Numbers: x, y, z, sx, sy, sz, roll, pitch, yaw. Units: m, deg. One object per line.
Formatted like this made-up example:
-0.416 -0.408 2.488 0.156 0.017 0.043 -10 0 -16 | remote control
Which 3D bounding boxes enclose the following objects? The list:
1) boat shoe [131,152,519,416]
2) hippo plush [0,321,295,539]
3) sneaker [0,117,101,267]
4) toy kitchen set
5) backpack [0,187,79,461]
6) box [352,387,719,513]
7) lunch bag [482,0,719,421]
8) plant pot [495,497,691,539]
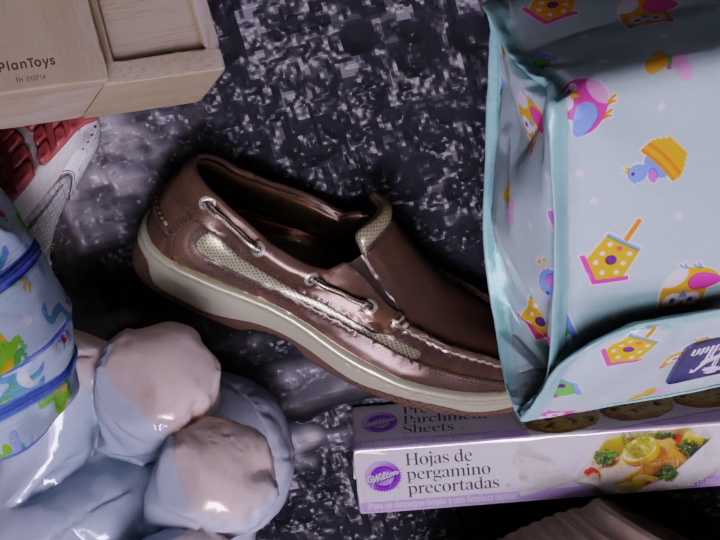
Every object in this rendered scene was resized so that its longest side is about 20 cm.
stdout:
0.000 0.004 1.286 0.202 0.075 0.075 19 126 -12 | boat shoe
-0.084 0.122 1.295 0.159 0.161 0.200 23 96 31 | hippo plush
-0.171 -0.001 1.295 0.082 0.078 0.200 15 122 -33 | sneaker
-0.194 -0.119 1.222 0.200 0.163 0.180 -10 166 -23 | toy kitchen set
-0.217 0.036 1.188 0.200 0.163 0.154 -37 94 21 | backpack
0.096 0.084 1.359 0.200 0.041 0.039 -4 120 3 | box
0.144 -0.025 1.236 0.170 0.122 0.200 -11 123 -13 | lunch bag
0.133 0.171 1.339 0.201 0.201 0.093 27 93 -16 | plant pot
